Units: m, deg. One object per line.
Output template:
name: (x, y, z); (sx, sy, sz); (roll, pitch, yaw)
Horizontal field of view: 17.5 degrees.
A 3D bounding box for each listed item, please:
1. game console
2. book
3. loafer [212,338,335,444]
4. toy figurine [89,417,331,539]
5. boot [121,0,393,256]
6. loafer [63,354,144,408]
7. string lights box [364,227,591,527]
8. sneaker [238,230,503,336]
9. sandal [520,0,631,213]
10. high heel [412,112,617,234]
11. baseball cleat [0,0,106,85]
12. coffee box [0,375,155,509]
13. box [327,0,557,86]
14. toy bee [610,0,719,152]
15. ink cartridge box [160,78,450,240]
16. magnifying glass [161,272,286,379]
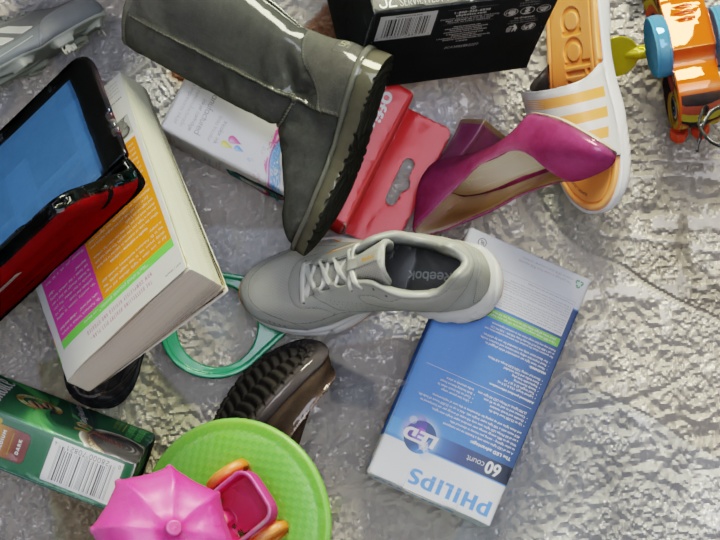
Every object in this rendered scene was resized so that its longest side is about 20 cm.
game console: (-0.263, -0.042, 1.668); (0.200, 0.172, 0.119); (-41, 85, 24)
book: (-0.187, -0.030, 1.702); (0.133, 0.048, 0.201); (-37, 52, 18)
loafer: (-0.081, 0.139, 1.753); (0.071, 0.073, 0.200); (38, 93, -23)
toy figurine: (-0.139, 0.194, 1.613); (0.200, 0.184, 0.151); (-38, 77, 15)
boot: (-0.088, -0.128, 1.699); (0.199, 0.073, 0.183); (24, 110, 9)
loafer: (-0.177, 0.003, 1.752); (0.072, 0.072, 0.202); (9, 83, -1)
string lights box: (0.088, 0.081, 1.766); (0.102, 0.059, 0.201); (24, 84, 0)
sneaker: (0.000, 0.000, 1.717); (0.198, 0.092, 0.076); (-6, 74, 15)
sandal: (0.152, -0.145, 1.772); (0.059, 0.079, 0.209); (-4, 85, -38)
high heel: (0.109, -0.063, 1.720); (0.067, 0.199, 0.096); (35, 76, -33)
baseball cleat: (-0.296, -0.177, 1.765); (0.199, 0.070, 0.107); (-29, 87, -6)
coffee box: (-0.254, 0.113, 1.711); (0.199, 0.123, 0.044); (21, 97, 0)
box: (0.047, -0.257, 1.732); (0.147, 0.124, 0.202); (-8, 69, -13)
toy bee: (0.242, -0.152, 1.788); (0.130, 0.109, 0.201); (9, 59, 6)
ink cartridge box: (-0.039, -0.108, 1.773); (0.199, 0.067, 0.117); (27, 84, -1)
magnifying glass: (-0.056, 0.026, 1.785); (0.198, 0.022, 0.080); (-17, 85, -3)
